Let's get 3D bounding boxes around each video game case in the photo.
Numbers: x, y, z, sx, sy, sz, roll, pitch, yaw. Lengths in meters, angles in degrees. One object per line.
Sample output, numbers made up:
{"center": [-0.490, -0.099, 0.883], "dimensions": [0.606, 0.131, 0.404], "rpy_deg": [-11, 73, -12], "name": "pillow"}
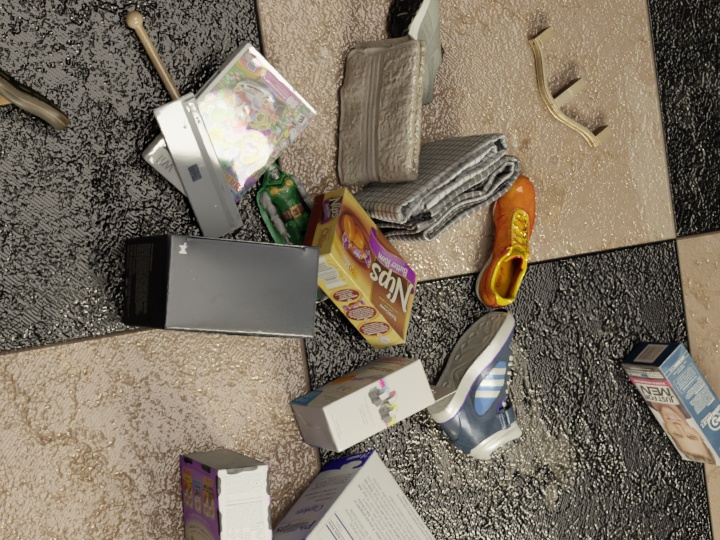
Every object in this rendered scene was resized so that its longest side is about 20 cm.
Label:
{"center": [-0.168, -0.178, 1.688], "dimensions": [0.200, 0.018, 0.143], "rpy_deg": [-47, 124, 0], "name": "video game case"}

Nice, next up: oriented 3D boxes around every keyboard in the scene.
{"center": [-0.208, -0.130, 1.676], "dimensions": [0.056, 0.011, 0.201], "rpy_deg": [-24, 121, -9], "name": "keyboard"}

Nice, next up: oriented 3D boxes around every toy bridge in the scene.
{"center": [0.311, -0.266, 1.965], "dimensions": [0.067, 0.027, 0.201], "rpy_deg": [-37, 104, -19], "name": "toy bridge"}

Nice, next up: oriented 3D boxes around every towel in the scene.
{"center": [0.029, -0.218, 1.772], "dimensions": [0.034, 0.132, 0.202], "rpy_deg": [7, 85, -48], "name": "towel"}
{"center": [0.103, -0.107, 1.788], "dimensions": [0.199, 0.165, 0.086], "rpy_deg": [-37, 110, -21], "name": "towel"}

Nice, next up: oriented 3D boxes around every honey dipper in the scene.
{"center": [-0.251, -0.246, 1.689], "dimensions": [0.038, 0.038, 0.201], "rpy_deg": [-32, 104, -22], "name": "honey dipper"}

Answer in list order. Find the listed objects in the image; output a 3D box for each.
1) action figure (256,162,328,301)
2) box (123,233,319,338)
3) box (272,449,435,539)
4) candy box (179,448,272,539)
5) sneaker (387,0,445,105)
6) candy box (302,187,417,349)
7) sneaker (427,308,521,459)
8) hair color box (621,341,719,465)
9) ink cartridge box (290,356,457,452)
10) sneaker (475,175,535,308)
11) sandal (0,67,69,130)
{"center": [-0.082, -0.058, 1.760], "dimensions": [0.118, 0.055, 0.201], "rpy_deg": [-33, 100, -23], "name": "action figure"}
{"center": [-0.179, 0.021, 1.630], "dimensions": [0.195, 0.200, 0.119], "rpy_deg": [5, 87, -25], "name": "box"}
{"center": [-0.014, 0.377, 1.720], "dimensions": [0.185, 0.104, 0.200], "rpy_deg": [56, 46, -14], "name": "box"}
{"center": [-0.169, 0.338, 1.645], "dimensions": [0.071, 0.167, 0.202], "rpy_deg": [-4, 91, -23], "name": "candy box"}
{"center": [0.084, -0.330, 1.840], "dimensions": [0.079, 0.074, 0.202], "rpy_deg": [10, 91, -34], "name": "sneaker"}
{"center": [0.000, 0.000, 1.737], "dimensions": [0.200, 0.056, 0.117], "rpy_deg": [49, 40, -37], "name": "candy box"}
{"center": [0.192, 0.174, 1.877], "dimensions": [0.146, 0.080, 0.201], "rpy_deg": [45, 68, -27], "name": "sneaker"}
{"center": [0.498, 0.205, 2.004], "dimensions": [0.060, 0.100, 0.201], "rpy_deg": [-42, 105, -19], "name": "hair color box"}
{"center": [0.019, 0.171, 1.768], "dimensions": [0.199, 0.115, 0.068], "rpy_deg": [-24, 99, -25], "name": "ink cartridge box"}
{"center": [0.227, -0.041, 1.893], "dimensions": [0.072, 0.077, 0.202], "rpy_deg": [15, 81, -23], "name": "sneaker"}
{"center": [-0.451, -0.221, 1.585], "dimensions": [0.199, 0.082, 0.055], "rpy_deg": [32, 98, -28], "name": "sandal"}
